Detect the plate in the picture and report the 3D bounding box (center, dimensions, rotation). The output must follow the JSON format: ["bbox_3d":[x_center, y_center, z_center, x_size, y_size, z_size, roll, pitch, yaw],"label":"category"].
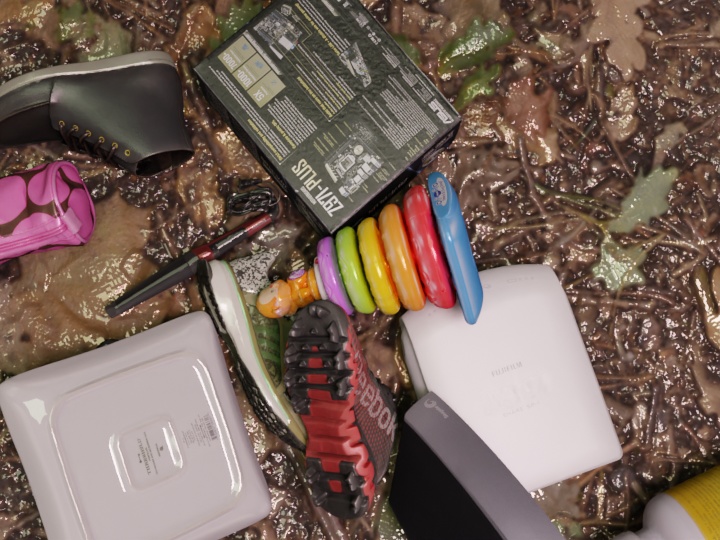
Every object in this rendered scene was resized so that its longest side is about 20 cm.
[{"bbox_3d":[-0.185,0.158,0.795,0.198,0.032,0.203,-20,92,-30],"label":"plate"}]

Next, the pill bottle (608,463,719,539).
[{"bbox_3d":[0.323,0.235,0.812,0.197,0.112,0.114,-24,83,-5],"label":"pill bottle"}]

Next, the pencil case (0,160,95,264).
[{"bbox_3d":[-0.345,-0.034,0.836,0.197,0.094,0.092,-19,113,-3],"label":"pencil case"}]

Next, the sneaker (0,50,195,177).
[{"bbox_3d":[-0.258,-0.130,0.855,0.197,0.075,0.108,-17,75,-6],"label":"sneaker"}]

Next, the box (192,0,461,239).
[{"bbox_3d":[-0.030,-0.153,0.866,0.163,0.086,0.201,-41,85,-7],"label":"box"}]

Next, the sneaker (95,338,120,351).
[{"bbox_3d":[-0.220,0.164,0.833,0.079,0.074,0.204,3,86,-16],"label":"sneaker"}]

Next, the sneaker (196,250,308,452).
[{"bbox_3d":[-0.075,0.068,0.847,0.088,0.077,0.203,-24,87,-19],"label":"sneaker"}]

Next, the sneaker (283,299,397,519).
[{"bbox_3d":[-0.013,0.111,0.806,0.070,0.098,0.204,4,114,30],"label":"sneaker"}]

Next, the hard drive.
[{"bbox_3d":[0.089,0.210,0.754,0.042,0.200,0.137,-10,126,-28],"label":"hard drive"}]

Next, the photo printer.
[{"bbox_3d":[0.132,0.101,0.845,0.164,0.069,0.203,-18,83,-4],"label":"photo printer"}]

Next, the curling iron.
[{"bbox_3d":[-0.159,-0.019,0.875,0.199,0.026,0.050,-39,76,-6],"label":"curling iron"}]

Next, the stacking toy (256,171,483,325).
[{"bbox_3d":[0.000,0.000,0.802,0.197,0.117,0.111,-16,122,8],"label":"stacking toy"}]
